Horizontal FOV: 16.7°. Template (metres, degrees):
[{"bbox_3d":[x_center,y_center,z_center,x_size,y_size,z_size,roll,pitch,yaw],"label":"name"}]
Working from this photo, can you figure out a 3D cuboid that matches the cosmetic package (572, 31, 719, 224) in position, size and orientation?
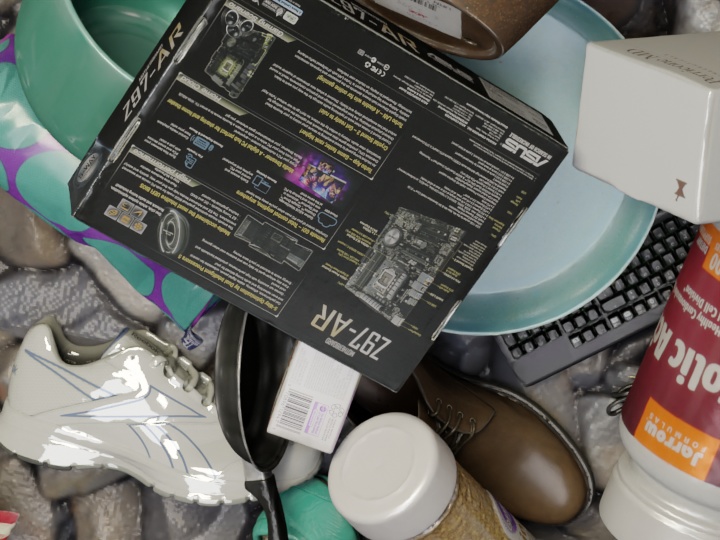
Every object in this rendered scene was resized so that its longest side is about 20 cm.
[{"bbox_3d":[0.220,-0.080,1.272,0.200,0.101,0.071,-8,113,-33],"label":"cosmetic package"}]

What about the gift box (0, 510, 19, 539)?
[{"bbox_3d":[-0.328,0.167,1.443,0.184,0.187,0.200,38,125,-3],"label":"gift box"}]

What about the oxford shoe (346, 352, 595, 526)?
[{"bbox_3d":[0.046,0.094,1.420,0.200,0.084,0.073,32,108,-4],"label":"oxford shoe"}]

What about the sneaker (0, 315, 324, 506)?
[{"bbox_3d":[-0.118,0.083,1.449,0.200,0.075,0.087,12,104,4],"label":"sneaker"}]

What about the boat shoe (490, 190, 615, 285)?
[{"bbox_3d":[0.049,-0.040,1.387,0.200,0.075,0.069,8,98,3],"label":"boat shoe"}]

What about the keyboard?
[{"bbox_3d":[0.176,0.015,1.408,0.200,0.021,0.127,-28,102,17],"label":"keyboard"}]

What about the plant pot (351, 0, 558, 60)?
[{"bbox_3d":[0.069,-0.214,1.220,0.187,0.187,0.200,26,79,0],"label":"plant pot"}]

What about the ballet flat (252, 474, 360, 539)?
[{"bbox_3d":[-0.011,0.220,1.473,0.067,0.070,0.200,-11,108,53],"label":"ballet flat"}]

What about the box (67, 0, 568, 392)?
[{"bbox_3d":[-0.021,-0.051,1.235,0.200,0.044,0.160,28,107,-20],"label":"box"}]

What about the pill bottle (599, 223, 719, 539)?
[{"bbox_3d":[0.210,0.063,1.348,0.114,0.114,0.200,21,109,1],"label":"pill bottle"}]

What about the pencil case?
[{"bbox_3d":[-0.148,-0.048,1.402,0.200,0.085,0.092,37,148,-4],"label":"pencil case"}]

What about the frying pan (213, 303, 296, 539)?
[{"bbox_3d":[-0.053,0.088,1.402,0.031,0.115,0.190,2,123,15],"label":"frying pan"}]

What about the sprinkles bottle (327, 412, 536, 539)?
[{"bbox_3d":[0.056,0.154,1.393,0.068,0.068,0.200,-26,139,15],"label":"sprinkles bottle"}]

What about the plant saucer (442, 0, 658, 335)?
[{"bbox_3d":[0.064,-0.064,1.324,0.200,0.027,0.201,1,106,4],"label":"plant saucer"}]

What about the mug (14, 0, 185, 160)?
[{"bbox_3d":[-0.113,-0.110,1.326,0.152,0.185,0.114,22,145,-14],"label":"mug"}]

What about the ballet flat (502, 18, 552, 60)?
[{"bbox_3d":[0.076,-0.155,1.343,0.069,0.069,0.200,-22,104,15],"label":"ballet flat"}]

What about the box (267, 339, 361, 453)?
[{"bbox_3d":[0.000,0.000,1.314,0.041,0.039,0.200,18,107,-3],"label":"box"}]
